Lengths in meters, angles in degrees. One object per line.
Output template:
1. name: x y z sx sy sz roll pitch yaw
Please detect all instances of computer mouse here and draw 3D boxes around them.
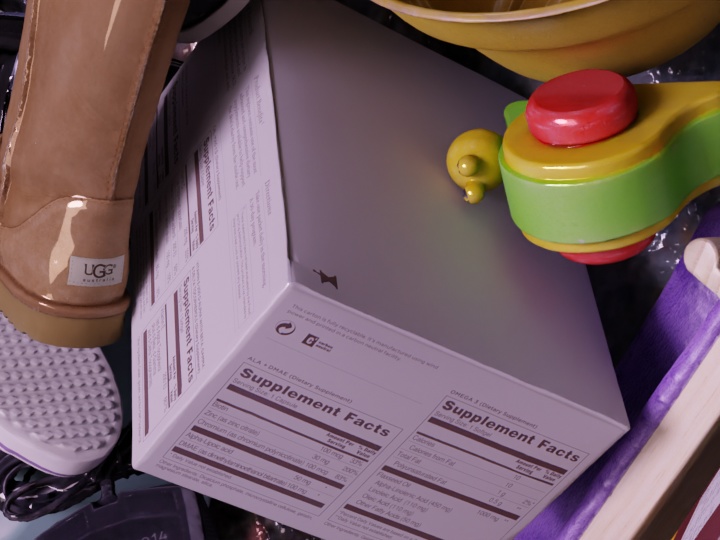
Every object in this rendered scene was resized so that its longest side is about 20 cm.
1. computer mouse: -0.091 0.145 0.838 0.138 0.053 0.200 -15 44 2

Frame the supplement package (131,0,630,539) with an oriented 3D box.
1. supplement package: 0.000 0.000 0.776 0.111 0.156 0.200 -49 31 32

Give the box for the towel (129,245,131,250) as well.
1. towel: -0.141 0.017 1.034 0.145 0.024 0.200 -18 80 39

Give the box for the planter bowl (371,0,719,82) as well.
1. planter bowl: 0.092 -0.134 0.760 0.200 0.200 0.083 17 147 39

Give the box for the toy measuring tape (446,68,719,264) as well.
1. toy measuring tape: 0.121 -0.038 0.702 0.200 0.074 0.074 1 93 26

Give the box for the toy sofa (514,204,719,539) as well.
1. toy sofa: 0.116 0.072 0.779 0.098 0.083 0.200 45 119 29

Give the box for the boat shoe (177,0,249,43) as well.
1. boat shoe: -0.082 -0.137 0.796 0.200 0.068 0.072 -8 54 59

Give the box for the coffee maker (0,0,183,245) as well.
1. coffee maker: -0.204 -0.066 0.953 0.200 0.192 0.135 10 118 41

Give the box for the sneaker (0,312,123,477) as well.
1. sneaker: -0.200 0.037 0.896 0.200 0.073 0.114 42 138 8

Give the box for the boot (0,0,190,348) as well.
1. boot: -0.123 -0.091 0.773 0.175 0.066 0.200 32 116 43

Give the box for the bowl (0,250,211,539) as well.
1. bowl: -0.178 0.079 0.976 0.201 0.105 0.201 -6 80 37

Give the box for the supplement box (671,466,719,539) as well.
1. supplement box: 0.216 0.103 0.618 0.197 0.133 0.200 32 115 8
